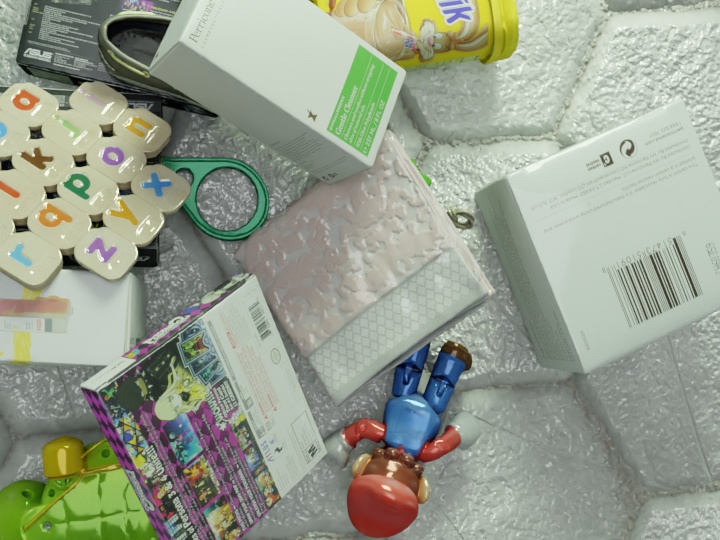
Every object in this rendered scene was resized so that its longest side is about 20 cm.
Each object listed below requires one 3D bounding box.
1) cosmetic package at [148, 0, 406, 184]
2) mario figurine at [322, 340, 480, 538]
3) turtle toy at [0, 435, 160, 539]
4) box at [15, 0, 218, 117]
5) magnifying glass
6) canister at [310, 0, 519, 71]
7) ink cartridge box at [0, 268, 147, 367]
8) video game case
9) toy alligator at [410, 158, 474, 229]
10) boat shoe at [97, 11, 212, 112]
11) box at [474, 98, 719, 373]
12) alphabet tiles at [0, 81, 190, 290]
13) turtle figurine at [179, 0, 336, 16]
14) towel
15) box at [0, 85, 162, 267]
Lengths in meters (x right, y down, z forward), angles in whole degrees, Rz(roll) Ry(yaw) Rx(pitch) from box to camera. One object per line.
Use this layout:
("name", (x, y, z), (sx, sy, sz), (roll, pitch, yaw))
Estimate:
("cosmetic package", (-0.070, -0.175, 0.779), (0.198, 0.084, 0.110), (29, 70, -27))
("mario figurine", (0.041, 0.165, 0.885), (0.106, 0.122, 0.204), (36, 72, -46))
("turtle toy", (-0.246, 0.221, 0.817), (0.195, 0.101, 0.150), (-6, 87, -7))
("box", (-0.221, -0.254, 0.872), (0.195, 0.044, 0.164), (11, 86, -7))
("magnifying glass", (-0.183, -0.095, 0.884), (0.197, 0.022, 0.081), (26, 84, -8))
("canister", (0.046, -0.273, 0.890), (0.195, 0.087, 0.152), (-11, 87, -6))
("ink cartridge box", (-0.297, 0.041, 0.798), (0.195, 0.145, 0.086), (4, 85, -8))
("video game case", (-0.128, 0.135, 0.785), (0.181, 0.035, 0.203), (-39, 119, -36))
("toy alligator", (0.031, -0.104, 0.897), (0.197, 0.060, 0.055), (26, 44, -6))
("boat shoe", (-0.146, -0.192, 0.826), (0.197, 0.060, 0.074), (11, 85, -10))
("box", (0.247, -0.031, 0.881), (0.195, 0.131, 0.204), (-23, 90, -8))
("alphabet tiles", (-0.256, -0.079, 0.772), (0.193, 0.015, 0.202), (30, 60, 5))
("turtle figurine", (-0.103, -0.316, 0.833), (0.157, 0.064, 0.205), (-12, 87, 1))
("towel", (0.000, 0.000, 0.851), (0.199, 0.032, 0.193), (-36, 83, 13))
("box", (-0.282, -0.087, 0.812), (0.195, 0.044, 0.164), (1, 68, -13))
